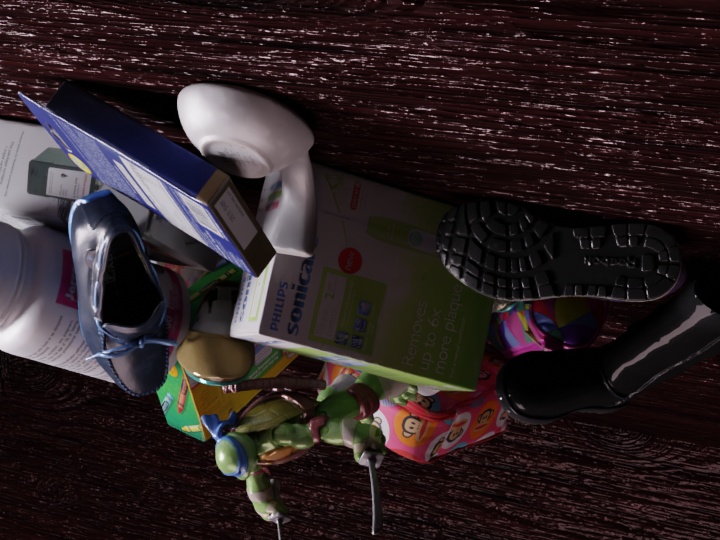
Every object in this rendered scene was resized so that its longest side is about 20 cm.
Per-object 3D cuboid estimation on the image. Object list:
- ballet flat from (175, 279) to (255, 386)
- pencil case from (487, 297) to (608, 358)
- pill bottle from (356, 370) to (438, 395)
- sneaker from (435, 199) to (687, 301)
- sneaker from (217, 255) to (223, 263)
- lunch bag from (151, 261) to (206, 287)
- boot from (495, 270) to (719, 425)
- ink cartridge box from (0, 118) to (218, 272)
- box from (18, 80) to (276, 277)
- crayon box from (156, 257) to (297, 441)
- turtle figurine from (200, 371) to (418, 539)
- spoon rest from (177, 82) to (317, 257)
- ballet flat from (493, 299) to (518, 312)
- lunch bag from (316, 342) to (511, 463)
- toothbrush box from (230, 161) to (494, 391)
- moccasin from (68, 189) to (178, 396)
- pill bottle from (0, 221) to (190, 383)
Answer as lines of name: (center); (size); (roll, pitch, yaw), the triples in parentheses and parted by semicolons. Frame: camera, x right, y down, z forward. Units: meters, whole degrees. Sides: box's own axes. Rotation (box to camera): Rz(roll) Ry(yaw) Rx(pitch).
ballet flat: (-0.124, 0.048, 1.323); (0.068, 0.064, 0.200); (3, -171, -6)
pencil case: (0.178, 0.046, 1.498); (0.087, 0.089, 0.200); (13, 173, -5)
pill bottle: (0.003, 0.030, 1.399); (0.199, 0.113, 0.112); (32, 165, -21)
sneaker: (0.159, -0.006, 1.211); (0.198, 0.077, 0.087); (10, 178, 19)
sneaker: (-0.086, -0.010, 1.645); (0.199, 0.076, 0.077); (9, 145, 43)
lunch bag: (-0.264, -0.015, 1.625); (0.168, 0.128, 0.201); (10, 151, 15)
boot: (0.233, 0.067, 1.311); (0.163, 0.066, 0.200); (-4, 160, -38)
ink cartridge box: (-0.233, -0.067, 1.359); (0.198, 0.085, 0.146); (10, 171, 21)
box: (-0.161, -0.075, 1.146); (0.199, 0.033, 0.121); (29, 165, 25)
crayon box: (-0.119, 0.056, 1.497); (0.058, 0.200, 0.120); (19, 138, 36)
turtle figurine: (-0.027, 0.166, 1.306); (0.199, 0.145, 0.193); (35, -140, 21)
spoon rest: (-0.071, -0.082, 1.111); (0.098, 0.061, 0.200); (9, 155, 18)
ballet flat: (0.102, 0.006, 1.457); (0.071, 0.073, 0.200); (15, 172, -13)
lunch bag: (0.053, 0.108, 1.550); (0.175, 0.083, 0.199); (33, -154, 28)
toothbrush box: (0.008, 0.007, 1.266); (0.198, 0.147, 0.086); (16, 171, -19)
moccasin: (-0.198, 0.033, 1.252); (0.068, 0.080, 0.201); (43, 155, 46)
pill bottle: (-0.258, 0.027, 1.333); (0.199, 0.115, 0.113); (20, 170, -37)
